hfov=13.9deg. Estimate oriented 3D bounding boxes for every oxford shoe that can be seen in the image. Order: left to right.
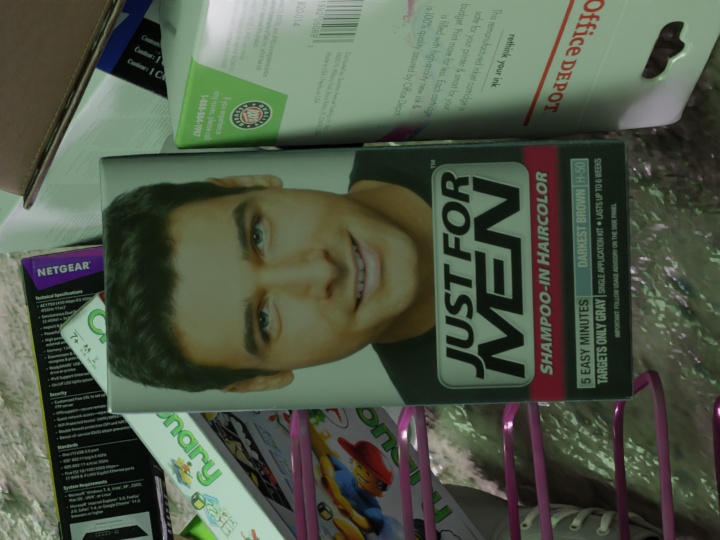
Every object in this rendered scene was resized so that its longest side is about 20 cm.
[{"bbox_3d":[0.106,0.134,1.386,0.200,0.075,0.058,26,111,43],"label":"oxford shoe"}]

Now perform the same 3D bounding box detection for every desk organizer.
[{"bbox_3d":[-0.119,-0.130,1.071,0.077,0.072,0.200,18,120,-18],"label":"desk organizer"}]

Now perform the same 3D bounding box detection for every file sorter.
[{"bbox_3d":[0.070,0.111,1.213,0.139,0.200,0.126,107,159,-81],"label":"file sorter"}]

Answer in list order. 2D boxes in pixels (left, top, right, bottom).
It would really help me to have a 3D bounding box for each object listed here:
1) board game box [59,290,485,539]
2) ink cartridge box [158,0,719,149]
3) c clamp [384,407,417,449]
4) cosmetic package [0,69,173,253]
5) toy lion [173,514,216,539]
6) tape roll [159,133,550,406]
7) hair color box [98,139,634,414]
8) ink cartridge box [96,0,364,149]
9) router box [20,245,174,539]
[{"bbox_3d":[-0.035,0.080,1.342,0.035,0.126,0.200,-41,84,32],"label":"board game box"},{"bbox_3d":[0.031,-0.105,1.103,0.117,0.200,0.067,108,156,-58],"label":"ink cartridge box"},{"bbox_3d":[-0.048,0.056,1.508,0.171,0.027,0.200,45,151,0],"label":"c clamp"},{"bbox_3d":[-0.103,-0.080,1.297,0.200,0.082,0.051,-47,55,46],"label":"cosmetic package"},{"bbox_3d":[-0.019,0.156,1.544,0.200,0.069,0.192,43,150,-5],"label":"toy lion"},{"bbox_3d":[0.000,0.000,1.278,0.203,0.037,0.203,24,171,4],"label":"tape roll"},{"bbox_3d":[0.003,0.002,1.136,0.061,0.200,0.099,-40,-52,-85],"label":"hair color box"},{"bbox_3d":[-0.071,-0.119,1.161,0.200,0.094,0.044,23,-158,-23],"label":"ink cartridge box"},{"bbox_3d":[-0.126,0.073,1.447,0.200,0.051,0.149,110,152,-83],"label":"router box"}]
